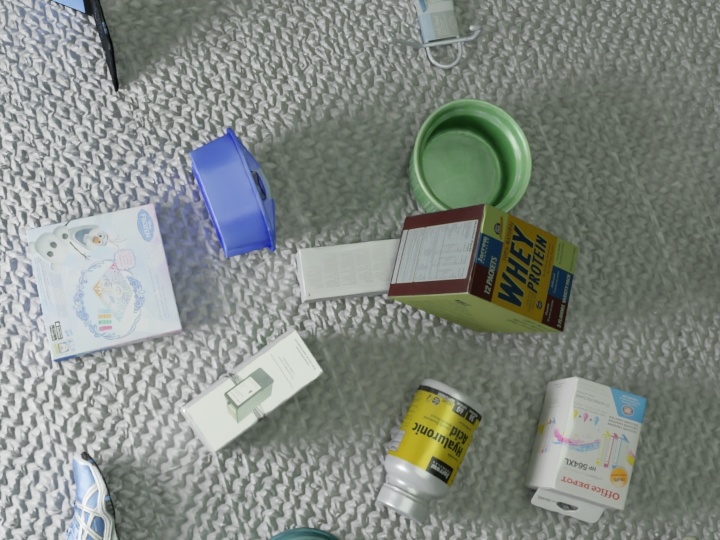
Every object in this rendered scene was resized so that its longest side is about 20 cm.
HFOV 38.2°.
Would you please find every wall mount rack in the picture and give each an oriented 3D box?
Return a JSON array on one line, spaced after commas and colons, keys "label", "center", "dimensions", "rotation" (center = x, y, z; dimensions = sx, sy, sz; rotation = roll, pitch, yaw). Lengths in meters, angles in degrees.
[{"label": "wall mount rack", "center": [0.108, -0.442, 1.743], "dimensions": [0.171, 0.075, 0.204], "rotation": [-11, 82, -12]}]

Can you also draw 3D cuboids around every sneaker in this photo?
[{"label": "sneaker", "center": [-0.393, 0.365, 1.505], "dimensions": [0.076, 0.076, 0.203], "rotation": [-12, 82, -17]}]

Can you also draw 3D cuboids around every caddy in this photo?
[{"label": "caddy", "center": [-0.187, -0.117, 1.596], "dimensions": [0.104, 0.141, 0.203], "rotation": [-21, 86, -10]}]

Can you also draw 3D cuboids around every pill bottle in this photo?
[{"label": "pill bottle", "center": [0.103, 0.279, 1.599], "dimensions": [0.110, 0.111, 0.202], "rotation": [28, 77, -5]}]

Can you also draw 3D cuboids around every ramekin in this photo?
[{"label": "ramekin", "center": [0.172, -0.168, 1.696], "dimensions": [0.196, 0.098, 0.204], "rotation": [2, 80, -10]}]

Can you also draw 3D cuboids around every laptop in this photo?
[{"label": "laptop", "center": [-0.444, -0.383, 1.573], "dimensions": [0.102, 0.177, 0.203], "rotation": [-16, 83, -12]}]

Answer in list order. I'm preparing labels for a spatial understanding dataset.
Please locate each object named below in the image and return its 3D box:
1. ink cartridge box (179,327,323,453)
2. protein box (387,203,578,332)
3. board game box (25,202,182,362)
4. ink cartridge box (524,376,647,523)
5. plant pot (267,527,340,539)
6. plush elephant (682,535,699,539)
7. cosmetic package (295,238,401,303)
[{"label": "ink cartridge box", "center": [-0.164, 0.180, 1.545], "dimensions": [0.199, 0.145, 0.085], "rotation": [-36, 89, -14]}, {"label": "protein box", "center": [0.186, 0.003, 1.586], "dimensions": [0.196, 0.199, 0.137], "rotation": [21, 76, -31]}, {"label": "board game box", "center": [-0.389, 0.017, 1.583], "dimensions": [0.196, 0.043, 0.204], "rotation": [-13, 83, -12]}, {"label": "ink cartridge box", "center": [0.352, 0.286, 1.638], "dimensions": [0.126, 0.125, 0.203], "rotation": [17, 77, -8]}, {"label": "plant pot", "center": [-0.069, 0.477, 1.487], "dimensions": [0.196, 0.196, 0.204], "rotation": [2, 79, -11]}, {"label": "plush elephant", "center": [0.430, 0.515, 1.613], "dimensions": [0.153, 0.167, 0.200], "rotation": [13, 37, 27]}, {"label": "cosmetic package", "center": [0.000, 0.000, 1.657], "dimensions": [0.196, 0.051, 0.084], "rotation": [-6, 79, -12]}]
